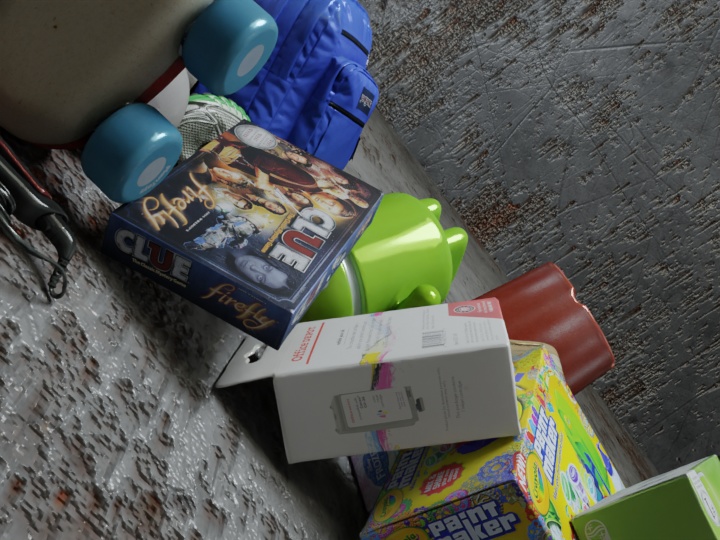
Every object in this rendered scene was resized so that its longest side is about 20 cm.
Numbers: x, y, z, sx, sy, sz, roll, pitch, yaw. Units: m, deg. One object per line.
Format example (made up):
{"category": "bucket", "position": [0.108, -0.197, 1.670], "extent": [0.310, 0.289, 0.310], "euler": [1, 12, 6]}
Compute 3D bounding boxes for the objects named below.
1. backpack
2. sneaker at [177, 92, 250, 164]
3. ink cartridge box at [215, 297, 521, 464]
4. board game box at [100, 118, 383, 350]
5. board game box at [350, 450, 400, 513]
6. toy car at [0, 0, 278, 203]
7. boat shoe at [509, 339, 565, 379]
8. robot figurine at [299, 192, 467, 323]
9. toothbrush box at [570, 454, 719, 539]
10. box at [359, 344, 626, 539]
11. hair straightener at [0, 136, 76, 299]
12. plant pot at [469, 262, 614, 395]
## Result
{"category": "backpack", "position": [-0.064, -0.206, 0.891], "extent": [0.167, 0.201, 0.162], "euler": [26, 6, 11]}
{"category": "sneaker", "position": [-0.110, -0.085, 0.773], "extent": [0.200, 0.078, 0.085], "euler": [42, 18, -44]}
{"category": "ink cartridge box", "position": [0.008, 0.078, 0.601], "extent": [0.117, 0.198, 0.068], "euler": [-68, 150, -75]}
{"category": "board game box", "position": [-0.074, -0.037, 0.611], "extent": [0.135, 0.035, 0.200], "euler": [28, 33, 3]}
{"category": "board game box", "position": [0.052, 0.168, 0.769], "extent": [0.200, 0.041, 0.200], "euler": [43, 16, -37]}
{"category": "toy car", "position": [-0.163, -0.153, 0.596], "extent": [0.184, 0.177, 0.200], "euler": [42, -1, 4]}
{"category": "boat shoe", "position": [0.119, 0.104, 0.906], "extent": [0.065, 0.198, 0.072], "euler": [-87, -174, -48]}
{"category": "robot figurine", "position": [0.000, 0.000, 0.742], "extent": [0.199, 0.116, 0.176], "euler": [-19, 56, -30]}
{"category": "toothbrush box", "position": [0.236, 0.236, 0.553], "extent": [0.145, 0.086, 0.201], "euler": [13, 52, -59]}
{"category": "box", "position": [0.120, 0.197, 0.622], "extent": [0.193, 0.121, 0.200], "euler": [58, 25, -9]}
{"category": "hair straightener", "position": [-0.220, -0.066, 0.436], "extent": [0.201, 0.041, 0.077], "euler": [57, 12, -7]}
{"category": "plant pot", "position": [0.188, 0.101, 1.021], "extent": [0.202, 0.194, 0.201], "euler": [58, 4, -7]}
